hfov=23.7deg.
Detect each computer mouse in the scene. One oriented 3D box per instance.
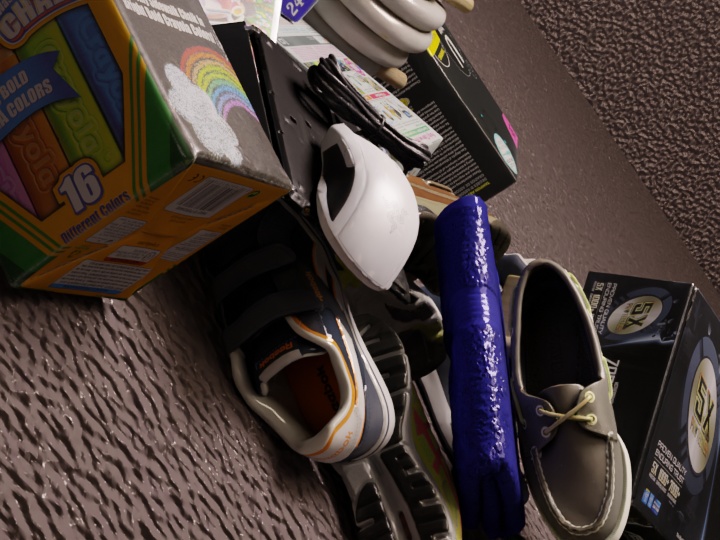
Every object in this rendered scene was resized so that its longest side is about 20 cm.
[{"bbox_3d":[0.010,-0.060,1.073,0.110,0.044,0.201,47,20,-27],"label":"computer mouse"}]

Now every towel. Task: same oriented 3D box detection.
[{"bbox_3d":[0.076,0.069,1.168,0.148,0.049,0.202,71,13,-61],"label":"towel"}]

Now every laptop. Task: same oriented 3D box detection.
[{"bbox_3d":[-0.077,-0.064,1.094,0.200,0.103,0.178,40,25,-39],"label":"laptop"}]

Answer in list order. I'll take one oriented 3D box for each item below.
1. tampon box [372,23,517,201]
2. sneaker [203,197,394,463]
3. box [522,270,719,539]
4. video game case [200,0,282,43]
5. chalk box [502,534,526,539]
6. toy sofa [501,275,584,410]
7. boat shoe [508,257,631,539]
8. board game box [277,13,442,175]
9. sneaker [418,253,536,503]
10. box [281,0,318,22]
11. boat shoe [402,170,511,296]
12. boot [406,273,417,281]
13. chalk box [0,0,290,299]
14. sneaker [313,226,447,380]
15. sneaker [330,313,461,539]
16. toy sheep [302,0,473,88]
[{"bbox_3d":[0.046,-0.152,1.609,0.201,0.126,0.150,54,16,-14],"label":"tampon box"},{"bbox_3d":[-0.050,0.028,1.079,0.201,0.078,0.079,58,22,14],"label":"sneaker"},{"bbox_3d":[0.215,0.121,1.251,0.200,0.085,0.165,46,59,-50],"label":"box"},{"bbox_3d":[-0.118,-0.233,1.213,0.142,0.018,0.202,19,59,-23],"label":"video game case"},{"bbox_3d":[0.151,0.261,1.181,0.125,0.123,0.202,33,30,-58],"label":"chalk box"},{"bbox_3d":[0.171,0.089,1.331,0.200,0.082,0.099,41,66,-51],"label":"toy sofa"},{"bbox_3d":[0.135,0.088,1.144,0.060,0.071,0.204,60,20,-56],"label":"boat shoe"},{"bbox_3d":[-0.041,-0.139,1.334,0.200,0.064,0.147,40,16,6],"label":"board game box"},{"bbox_3d":[0.125,0.081,1.395,0.204,0.145,0.077,64,15,14],"label":"sneaker"},{"bbox_3d":[-0.108,-0.322,1.371,0.199,0.105,0.184,35,14,-27],"label":"box"},{"bbox_3d":[0.045,-0.037,1.252,0.074,0.076,0.199,51,15,25],"label":"boat shoe"},{"bbox_3d":[0.022,-0.015,1.419,0.075,0.097,0.200,54,-13,-1],"label":"boot"},{"bbox_3d":[-0.150,-0.103,0.910,0.201,0.123,0.125,62,17,15],"label":"chalk box"},{"bbox_3d":[0.000,0.000,1.287,0.200,0.074,0.085,49,18,-30],"label":"sneaker"},{"bbox_3d":[0.019,0.125,1.141,0.090,0.077,0.202,46,25,-59],"label":"sneaker"},{"bbox_3d":[0.016,-0.233,1.436,0.137,0.200,0.138,36,17,-13],"label":"toy sheep"}]
